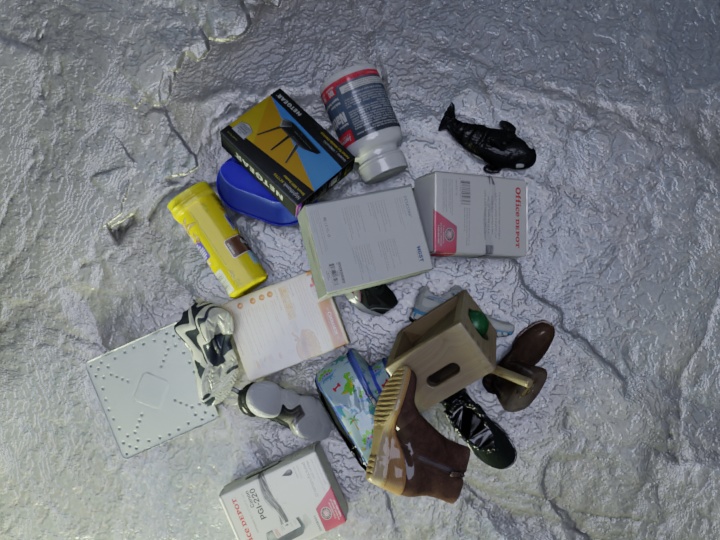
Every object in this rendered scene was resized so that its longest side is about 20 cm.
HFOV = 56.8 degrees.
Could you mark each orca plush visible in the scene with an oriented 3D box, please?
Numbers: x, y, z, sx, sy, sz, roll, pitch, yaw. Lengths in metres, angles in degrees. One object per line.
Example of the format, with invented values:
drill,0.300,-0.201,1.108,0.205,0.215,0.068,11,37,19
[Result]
orca plush,0.250,-0.258,1.274,0.200,0.071,0.105,40,88,2

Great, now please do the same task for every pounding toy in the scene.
pounding toy,0.169,0.146,1.138,0.199,0.184,0.142,-34,99,21

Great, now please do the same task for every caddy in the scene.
caddy,-0.175,-0.167,1.259,0.199,0.105,0.142,20,64,2

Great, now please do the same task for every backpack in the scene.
backpack,0.019,0.236,1.195,0.147,0.183,0.201,-35,86,-1

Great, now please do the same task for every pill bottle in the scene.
pill bottle,0.011,-0.271,1.252,0.119,0.120,0.201,-22,87,-1

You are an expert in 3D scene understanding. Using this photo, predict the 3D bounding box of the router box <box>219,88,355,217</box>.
router box,-0.130,-0.214,1.197,0.200,0.051,0.149,43,68,11

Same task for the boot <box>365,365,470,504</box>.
boot,0.104,0.269,1.088,0.165,0.072,0.201,18,82,-19

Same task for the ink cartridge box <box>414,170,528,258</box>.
ink cartridge box,0.203,-0.097,1.227,0.199,0.083,0.148,2,87,-23

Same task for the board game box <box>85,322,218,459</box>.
board game box,-0.397,0.229,1.277,0.199,0.026,0.201,-24,87,-1

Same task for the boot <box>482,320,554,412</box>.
boot,0.303,0.167,1.186,0.064,0.200,0.187,42,88,2

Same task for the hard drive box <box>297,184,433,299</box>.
hard drive box,0.008,-0.049,1.157,0.199,0.077,0.157,-12,84,-17

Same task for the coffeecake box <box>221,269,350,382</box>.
coffeecake box,-0.138,0.101,1.257,0.199,0.073,0.154,-21,85,-1

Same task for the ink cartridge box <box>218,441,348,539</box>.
ink cartridge box,-0.141,0.431,1.235,0.199,0.085,0.146,-25,87,1

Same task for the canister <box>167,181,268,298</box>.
canister,-0.258,-0.051,1.231,0.086,0.149,0.201,-34,89,-6

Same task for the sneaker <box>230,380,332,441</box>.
sneaker,-0.149,0.258,1.251,0.200,0.113,0.076,35,68,-32

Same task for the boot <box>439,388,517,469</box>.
boot,0.217,0.293,1.200,0.073,0.162,0.199,-40,87,0

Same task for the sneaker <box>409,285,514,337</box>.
sneaker,0.197,0.074,1.259,0.198,0.075,0.087,13,81,1

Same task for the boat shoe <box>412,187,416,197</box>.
boat shoe,0.052,-0.098,1.268,0.199,0.071,0.063,-30,96,2

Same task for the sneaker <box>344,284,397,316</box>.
sneaker,0.000,0.000,1.228,0.200,0.081,0.086,42,133,-14

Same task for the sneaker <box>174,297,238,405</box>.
sneaker,-0.293,0.142,1.248,0.079,0.129,0.201,-17,120,-32
